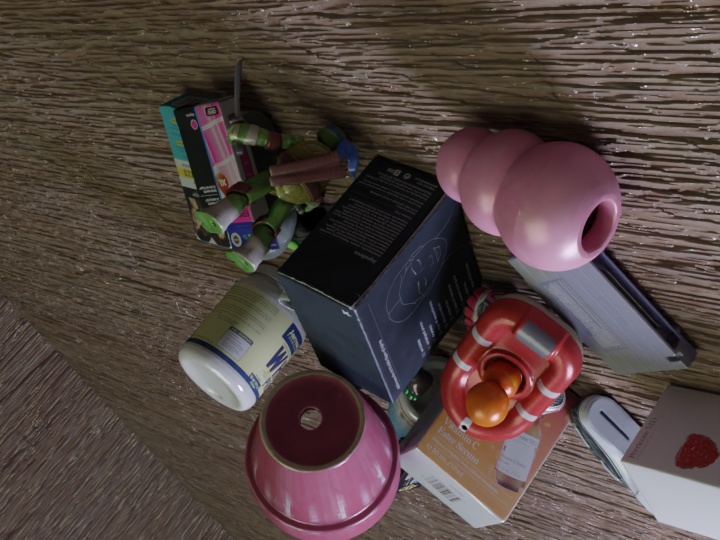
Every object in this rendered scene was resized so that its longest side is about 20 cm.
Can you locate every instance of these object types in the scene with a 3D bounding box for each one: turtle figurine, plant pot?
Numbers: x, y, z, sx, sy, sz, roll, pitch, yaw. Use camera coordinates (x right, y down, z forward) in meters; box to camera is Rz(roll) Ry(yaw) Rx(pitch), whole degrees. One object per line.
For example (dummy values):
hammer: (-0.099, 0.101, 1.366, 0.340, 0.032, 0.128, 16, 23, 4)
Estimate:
turtle figurine: (-0.115, -0.106, 1.426, 0.199, 0.194, 0.144, 32, 159, 22)
turtle figurine: (0.019, 0.089, 1.583, 0.100, 0.151, 0.200, -19, 141, 31)
plant pot: (-0.051, 0.214, 1.464, 0.199, 0.200, 0.179, 31, 159, 17)

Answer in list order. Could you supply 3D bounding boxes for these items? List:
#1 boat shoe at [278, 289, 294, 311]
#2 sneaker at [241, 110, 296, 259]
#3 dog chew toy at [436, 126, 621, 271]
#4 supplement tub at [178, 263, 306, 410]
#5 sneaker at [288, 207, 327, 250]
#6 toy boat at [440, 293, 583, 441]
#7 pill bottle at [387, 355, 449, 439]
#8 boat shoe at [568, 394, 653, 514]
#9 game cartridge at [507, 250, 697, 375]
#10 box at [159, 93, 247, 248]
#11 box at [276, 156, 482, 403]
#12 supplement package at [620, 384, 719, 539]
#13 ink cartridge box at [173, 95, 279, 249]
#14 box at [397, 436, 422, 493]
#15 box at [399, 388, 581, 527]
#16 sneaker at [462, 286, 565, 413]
boat shoe: (-0.033, 0.069, 1.781, 0.199, 0.067, 0.074, 25, 154, 30)
sneaker: (-0.134, -0.114, 1.557, 0.080, 0.070, 0.202, 25, 128, 58)
dog chew toy: (0.155, -0.081, 1.170, 0.200, 0.125, 0.125, 31, 157, 38)
supplement tub: (-0.174, 0.103, 1.881, 0.145, 0.200, 0.145, 32, 156, 16)
sneaker: (-0.086, -0.070, 1.623, 0.199, 0.077, 0.084, 26, 123, 38)
toy boat: (0.161, 0.132, 1.389, 0.130, 0.131, 0.200, 37, 135, 6)
pill bottle: (0.098, 0.209, 1.789, 0.108, 0.109, 0.200, 35, 157, 8)
boat shoe: (0.348, 0.238, 1.540, 0.200, 0.072, 0.071, 52, 165, -4)
game cartridge: (0.265, 0.037, 1.324, 0.200, 0.038, 0.129, 45, 160, -14)
box: (-0.204, -0.133, 1.606, 0.082, 0.049, 0.201, 15, 127, 44)
box: (0.029, 0.012, 1.419, 0.123, 0.197, 0.200, 23, 152, 32)
supplement package: (0.416, 0.223, 1.326, 0.199, 0.121, 0.120, 8, 142, 50)
ink cartridge box: (-0.168, -0.115, 1.500, 0.094, 0.037, 0.201, -3, 110, 45)
box: (0.139, 0.260, 1.727, 0.200, 0.197, 0.050, 105, 151, -66)
box: (0.165, 0.210, 1.572, 0.152, 0.200, 0.106, 39, 158, -2)
sneaker: (0.201, 0.107, 1.486, 0.074, 0.081, 0.200, 4, 138, 50)
